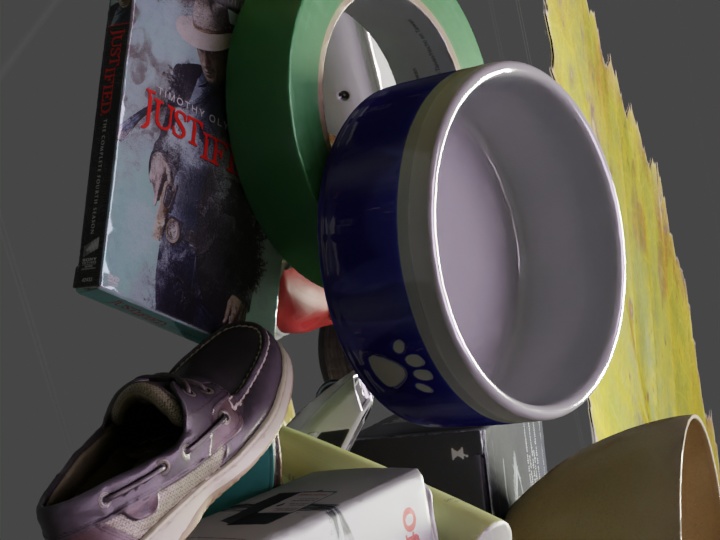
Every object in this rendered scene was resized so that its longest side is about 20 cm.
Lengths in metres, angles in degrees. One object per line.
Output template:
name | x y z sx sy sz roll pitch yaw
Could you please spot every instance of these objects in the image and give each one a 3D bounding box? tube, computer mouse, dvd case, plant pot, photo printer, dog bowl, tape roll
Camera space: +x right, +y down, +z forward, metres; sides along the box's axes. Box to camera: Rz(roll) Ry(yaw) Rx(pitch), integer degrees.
tube | -0.006 0.127 1.529 0.052 0.200 0.058 -21 127 -50
computer mouse | -0.021 0.089 1.621 0.200 0.044 0.110 -63 177 2
dvd case | -0.091 -0.063 1.450 0.146 0.022 0.200 27 61 -48
plant pot | 0.171 0.202 1.819 0.200 0.134 0.201 -4 90 -75
photo printer | 0.001 -0.151 1.850 0.167 0.069 0.200 -75 155 -53
dog bowl | 0.065 -0.012 1.486 0.200 0.079 0.201 14 72 -51
tape roll | 0.003 -0.088 1.523 0.200 0.048 0.201 15 71 -52

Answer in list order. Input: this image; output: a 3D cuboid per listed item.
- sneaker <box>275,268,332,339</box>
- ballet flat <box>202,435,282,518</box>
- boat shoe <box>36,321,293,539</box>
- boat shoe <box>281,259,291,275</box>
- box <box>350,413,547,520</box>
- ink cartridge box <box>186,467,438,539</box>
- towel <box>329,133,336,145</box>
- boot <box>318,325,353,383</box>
sneaker | 0.000 0.000 1.702 0.200 0.115 0.079 -20 102 -75
ballet flat | -0.077 0.144 1.505 0.065 0.070 0.200 -164 -111 -78
boat shoe | -0.099 0.084 1.357 0.200 0.072 0.065 -51 131 -41
boat shoe | -0.066 -0.030 1.565 0.072 0.068 0.200 -14 98 -74
box | 0.068 0.174 1.903 0.200 0.104 0.148 -11 95 -74
ink cartridge box | -0.042 0.199 1.415 0.200 0.083 0.147 -17 102 -51
towel | 0.016 -0.039 1.685 0.022 0.146 0.200 -59 -169 12
boot | 0.068 0.014 1.832 0.200 0.174 0.069 -80 158 -44
